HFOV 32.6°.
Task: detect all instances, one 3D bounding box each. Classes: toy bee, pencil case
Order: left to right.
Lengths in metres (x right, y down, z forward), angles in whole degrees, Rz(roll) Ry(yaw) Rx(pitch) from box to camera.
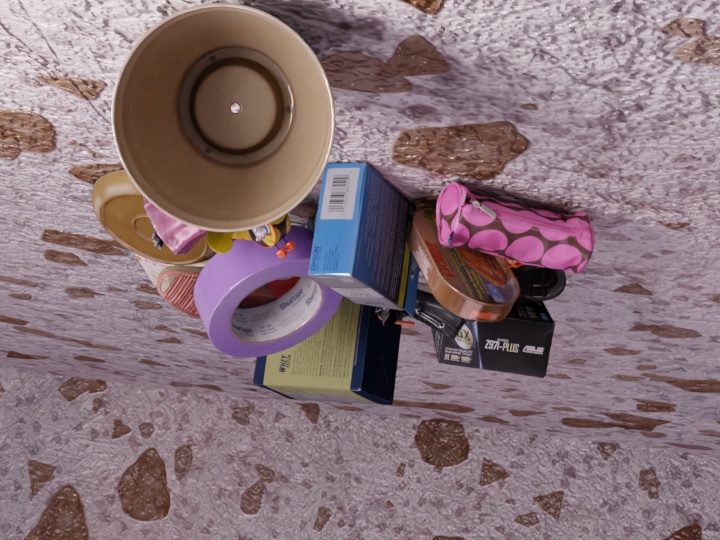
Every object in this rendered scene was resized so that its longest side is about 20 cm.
[{"bbox_3d":[-0.138,-0.061,1.572,0.200,0.130,0.109,10,131,63],"label":"toy bee"},{"bbox_3d":[0.194,-0.052,1.522,0.198,0.091,0.094,10,149,-17],"label":"pencil case"}]

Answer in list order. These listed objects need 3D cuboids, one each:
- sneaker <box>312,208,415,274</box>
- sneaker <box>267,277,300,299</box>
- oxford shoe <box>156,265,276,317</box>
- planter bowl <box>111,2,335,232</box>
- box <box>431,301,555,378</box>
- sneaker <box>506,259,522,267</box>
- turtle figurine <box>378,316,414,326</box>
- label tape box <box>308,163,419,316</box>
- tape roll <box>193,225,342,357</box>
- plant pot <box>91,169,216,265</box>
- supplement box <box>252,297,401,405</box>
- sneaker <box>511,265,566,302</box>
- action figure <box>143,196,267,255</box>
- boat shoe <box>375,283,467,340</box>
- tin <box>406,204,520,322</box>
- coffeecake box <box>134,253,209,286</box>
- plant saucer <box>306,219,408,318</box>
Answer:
[{"bbox_3d":[0.027,-0.039,1.687,0.079,0.075,0.199,-13,155,43],"label":"sneaker"},{"bbox_3d":[-0.105,-0.011,1.908,0.071,0.114,0.200,0,-166,21],"label":"sneaker"},{"bbox_3d":[-0.211,0.020,1.738,0.199,0.074,0.071,18,124,-46],"label":"oxford shoe"},{"bbox_3d":[-0.122,-0.148,1.150,0.198,0.202,0.135,9,-167,-3],"label":"planter bowl"},{"bbox_3d":[0.196,0.081,1.871,0.162,0.087,0.200,8,-166,-2],"label":"box"},{"bbox_3d":[0.188,-0.007,1.634,0.198,0.113,0.078,3,165,20],"label":"sneaker"},{"bbox_3d":[0.024,0.002,1.839,0.199,0.065,0.161,37,154,-5],"label":"turtle figurine"},{"bbox_3d":[0.013,-0.034,1.558,0.066,0.145,0.200,1,164,24],"label":"label tape box"},{"bbox_3d":[-0.125,0.031,1.687,0.199,0.066,0.201,-19,145,-14],"label":"tape roll"},{"bbox_3d":[-0.282,-0.065,1.706,0.198,0.028,0.201,13,147,8],"label":"plant pot"},{"bbox_3d":[-0.050,0.110,2.044,0.198,0.202,0.134,0,164,25],"label":"supplement box"},{"bbox_3d":[0.203,0.023,1.822,0.198,0.076,0.079,6,168,11],"label":"sneaker"},{"bbox_3d":[-0.164,-0.098,1.492,0.199,0.135,0.149,-24,-169,18],"label":"action figure"},{"bbox_3d":[0.053,0.047,1.666,0.198,0.067,0.075,17,169,21],"label":"boat shoe"},{"bbox_3d":[0.125,-0.010,1.538,0.111,0.201,0.042,9,125,-27],"label":"tin"},{"bbox_3d":[-0.252,-0.011,1.903,0.152,0.074,0.200,16,166,3],"label":"coffeecake box"},{"bbox_3d":[0.000,0.000,1.756,0.200,0.019,0.070,46,162,-21],"label":"plant saucer"}]
